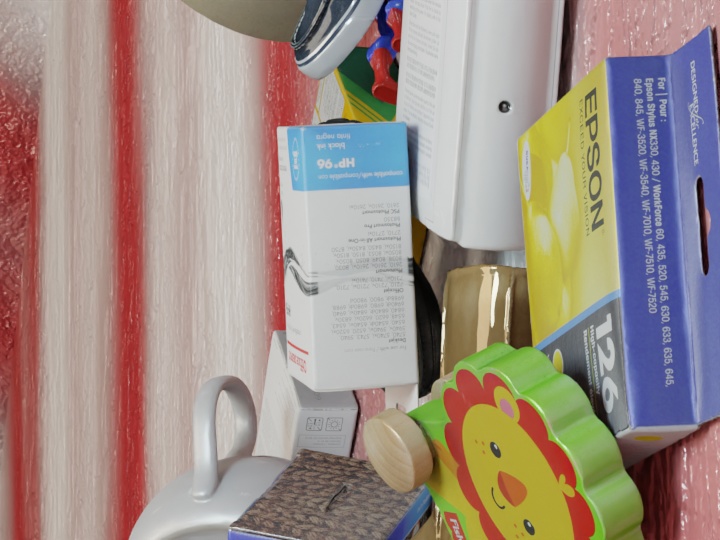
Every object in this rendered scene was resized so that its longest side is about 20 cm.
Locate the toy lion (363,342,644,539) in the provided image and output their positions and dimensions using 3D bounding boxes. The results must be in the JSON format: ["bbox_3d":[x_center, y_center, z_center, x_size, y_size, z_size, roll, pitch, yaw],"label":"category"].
[{"bbox_3d":[0.091,0.133,1.390,0.192,0.069,0.200,2,115,61],"label":"toy lion"}]

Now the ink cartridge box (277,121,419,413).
[{"bbox_3d":[-0.008,0.010,1.608,0.116,0.068,0.200,-163,70,-81],"label":"ink cartridge box"}]

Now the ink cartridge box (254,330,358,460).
[{"bbox_3d":[-0.048,0.158,2.047,0.109,0.050,0.200,-111,25,-55],"label":"ink cartridge box"}]

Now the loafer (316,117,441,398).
[{"bbox_3d":[0.000,0.000,1.715,0.070,0.068,0.201,-45,-58,-52],"label":"loafer"}]

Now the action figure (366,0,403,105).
[{"bbox_3d":[0.026,-0.184,1.790,0.200,0.052,0.065,-100,23,-54],"label":"action figure"}]

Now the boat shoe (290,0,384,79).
[{"bbox_3d":[-0.016,-0.230,1.742,0.200,0.091,0.071,-60,20,16],"label":"boat shoe"}]

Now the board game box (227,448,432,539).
[{"bbox_3d":[-0.025,0.242,1.724,0.159,0.097,0.200,-43,-39,-68],"label":"board game box"}]

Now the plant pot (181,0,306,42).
[{"bbox_3d":[-0.045,-0.299,1.868,0.200,0.187,0.187,-54,35,42],"label":"plant pot"}]

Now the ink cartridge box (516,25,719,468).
[{"bbox_3d":[0.134,-0.004,1.358,0.200,0.047,0.198,129,140,-71],"label":"ink cartridge box"}]

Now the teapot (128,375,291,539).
[{"bbox_3d":[-0.076,0.204,1.926,0.200,0.197,0.146,-56,7,34],"label":"teapot"}]

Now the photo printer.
[{"bbox_3d":[0.069,-0.124,1.566,0.166,0.069,0.200,-139,51,-73],"label":"photo printer"}]

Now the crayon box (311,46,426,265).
[{"bbox_3d":[0.007,-0.056,1.845,0.200,0.052,0.126,-108,24,-54],"label":"crayon box"}]

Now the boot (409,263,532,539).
[{"bbox_3d":[0.066,0.103,1.590,0.175,0.066,0.200,167,105,-68],"label":"boot"}]
